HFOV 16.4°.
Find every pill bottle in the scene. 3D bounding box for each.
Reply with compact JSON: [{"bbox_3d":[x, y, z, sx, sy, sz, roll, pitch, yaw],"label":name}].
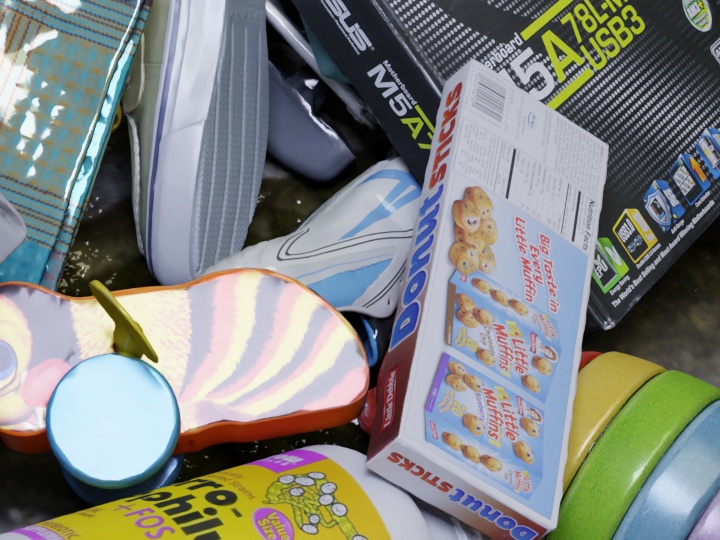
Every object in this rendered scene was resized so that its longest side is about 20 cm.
[{"bbox_3d":[-0.041,0.122,0.888,0.199,0.104,0.104,-14,57,-35],"label":"pill bottle"}]

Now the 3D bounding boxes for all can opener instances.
[{"bbox_3d":[-0.068,-0.125,1.102,0.200,0.067,0.053,45,7,1],"label":"can opener"}]

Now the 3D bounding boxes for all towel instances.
[{"bbox_3d":[-0.170,-0.059,0.959,0.146,0.022,0.201,19,83,-1],"label":"towel"}]

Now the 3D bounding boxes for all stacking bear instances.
[{"bbox_3d":[0.095,0.080,0.989,0.200,0.122,0.114,31,5,20],"label":"stacking bear"}]

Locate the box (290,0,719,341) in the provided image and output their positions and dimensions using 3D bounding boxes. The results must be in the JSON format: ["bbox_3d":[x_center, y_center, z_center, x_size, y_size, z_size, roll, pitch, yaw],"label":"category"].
[{"bbox_3d":[0.087,-0.092,1.093,0.193,0.047,0.200,56,46,-7],"label":"box"}]

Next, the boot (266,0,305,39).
[{"bbox_3d":[0.034,-0.170,1.194,0.203,0.074,0.154,14,58,-8],"label":"boot"}]

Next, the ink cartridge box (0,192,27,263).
[{"bbox_3d":[-0.240,-0.002,0.893,0.200,0.047,0.160,-44,61,-2],"label":"ink cartridge box"}]

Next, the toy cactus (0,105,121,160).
[{"bbox_3d":[-0.192,-0.099,1.042,0.164,0.102,0.201,-11,60,-9],"label":"toy cactus"}]

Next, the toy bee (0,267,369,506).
[{"bbox_3d":[-0.102,0.032,0.895,0.199,0.131,0.109,-15,76,-28],"label":"toy bee"}]

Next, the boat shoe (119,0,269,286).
[{"bbox_3d":[-0.077,-0.090,1.052,0.062,0.072,0.201,2,84,21],"label":"boat shoe"}]

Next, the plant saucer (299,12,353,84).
[{"bbox_3d":[-0.017,-0.160,1.111,0.070,0.019,0.201,11,51,-42],"label":"plant saucer"}]

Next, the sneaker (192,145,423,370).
[{"bbox_3d":[0.000,0.000,1.050,0.073,0.072,0.200,52,47,2],"label":"sneaker"}]

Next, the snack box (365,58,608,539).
[{"bbox_3d":[0.052,0.008,0.947,0.072,0.024,0.200,32,44,-19],"label":"snack box"}]
